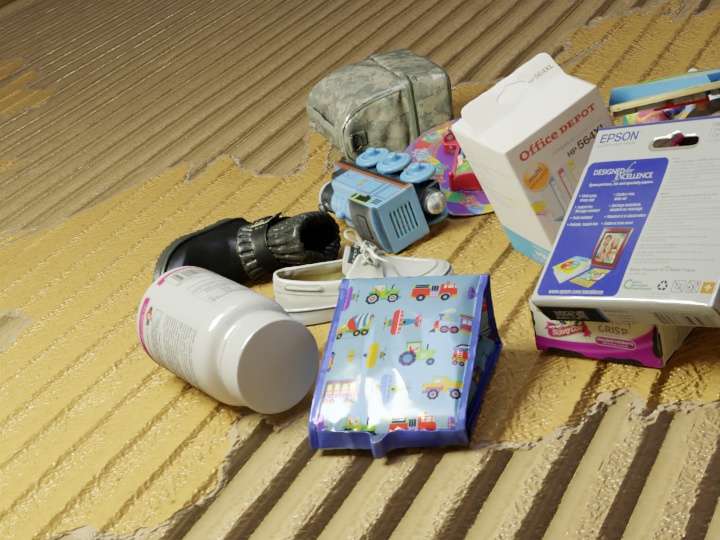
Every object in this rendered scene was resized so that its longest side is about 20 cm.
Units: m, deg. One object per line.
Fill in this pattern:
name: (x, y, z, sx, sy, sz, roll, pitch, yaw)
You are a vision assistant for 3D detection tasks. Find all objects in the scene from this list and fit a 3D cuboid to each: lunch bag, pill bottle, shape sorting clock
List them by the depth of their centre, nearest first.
lunch bag: (0.040, 0.097, 1.286, 0.150, 0.094, 0.200, -2, 35, 18)
pill bottle: (-0.135, 0.071, 1.388, 0.113, 0.114, 0.200, -26, 26, -27)
shape sorting clock: (0.354, -0.187, 1.436, 0.199, 0.039, 0.200, -11, 8, 1)
lunch bag: (0.025, -0.217, 1.909, 0.167, 0.140, 0.200, -12, 24, -13)

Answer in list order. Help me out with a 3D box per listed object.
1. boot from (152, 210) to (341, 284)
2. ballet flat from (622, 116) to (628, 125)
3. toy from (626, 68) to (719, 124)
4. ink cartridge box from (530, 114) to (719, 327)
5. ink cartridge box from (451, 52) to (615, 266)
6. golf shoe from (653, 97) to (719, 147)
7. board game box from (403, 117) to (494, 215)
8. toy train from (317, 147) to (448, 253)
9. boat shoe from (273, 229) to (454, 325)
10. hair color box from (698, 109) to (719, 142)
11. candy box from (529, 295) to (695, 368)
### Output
boot: (-0.132, -0.014, 1.618, 0.157, 0.080, 0.211, 2, 27, 31)
ballet flat: (0.386, -0.161, 1.700, 0.070, 0.071, 0.200, -15, 25, -3)
toy: (0.340, -0.173, 1.645, 0.200, 0.047, 0.115, -46, 24, 4)
ink cartridge box: (0.271, -0.045, 1.245, 0.197, 0.047, 0.201, 0, 56, 48)
ink cartridge box: (0.203, -0.117, 1.483, 0.128, 0.200, 0.125, -37, 29, -8)
golf shoe: (0.335, -0.116, 1.520, 0.200, 0.075, 0.092, -40, 2, 41)
board game box: (0.139, -0.149, 1.748, 0.158, 0.039, 0.200, -32, 44, -18)
toy train: (0.024, -0.091, 1.706, 0.114, 0.087, 0.200, -30, 28, -21)
boat shoe: (-0.001, -0.002, 1.511, 0.201, 0.086, 0.075, -10, 24, 9)
hair color box: (0.425, -0.136, 1.399, 0.101, 0.062, 0.200, 19, 27, 31)
candy box: (0.274, 0.015, 1.357, 0.136, 0.061, 0.200, 7, 30, 35)
